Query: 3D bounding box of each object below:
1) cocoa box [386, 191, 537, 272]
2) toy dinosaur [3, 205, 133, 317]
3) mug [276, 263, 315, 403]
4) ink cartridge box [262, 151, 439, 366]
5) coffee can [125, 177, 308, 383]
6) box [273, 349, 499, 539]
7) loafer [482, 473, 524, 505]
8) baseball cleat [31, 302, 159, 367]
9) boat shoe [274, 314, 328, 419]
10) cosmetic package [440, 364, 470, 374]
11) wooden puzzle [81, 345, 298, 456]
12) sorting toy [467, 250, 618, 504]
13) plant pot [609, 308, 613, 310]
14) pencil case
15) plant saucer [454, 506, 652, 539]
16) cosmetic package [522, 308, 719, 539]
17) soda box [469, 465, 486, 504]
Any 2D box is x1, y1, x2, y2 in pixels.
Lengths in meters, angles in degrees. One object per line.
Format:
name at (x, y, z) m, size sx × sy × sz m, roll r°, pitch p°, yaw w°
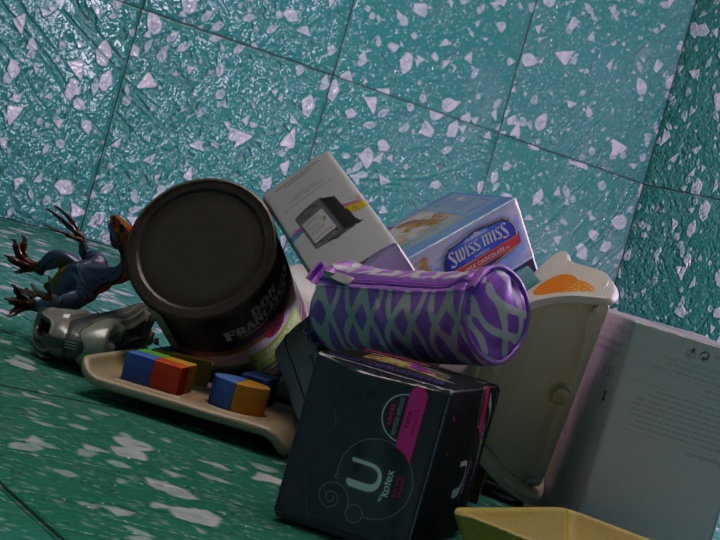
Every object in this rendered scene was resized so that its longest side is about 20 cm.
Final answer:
cocoa box at (0.085, 0.011, 1.861) m, size 0.199 × 0.132 × 0.133 m, roll -29°, pitch 20°, yaw -27°
toy dinosaur at (-0.277, -0.003, 1.664) m, size 0.180 × 0.106 × 0.200 m, roll -1°, pitch -17°, yaw 27°
mug at (-0.020, 0.091, 1.785) m, size 0.152 × 0.151 × 0.186 m, roll 28°, pitch 15°, yaw 38°
ink cartridge box at (0.000, 0.000, 1.540) m, size 0.148 × 0.085 × 0.200 m, roll 56°, pitch -1°, yaw -35°
coffee can at (-0.136, 0.021, 1.624) m, size 0.145 × 0.148 × 0.200 m, roll 17°, pitch -21°, yaw 15°
box at (0.025, 0.130, 1.222) m, size 0.105 × 0.124 × 0.200 m, roll 16°, pitch 2°, yaw 15°
loafer at (0.158, 0.188, 1.562) m, size 0.198 × 0.064 × 0.072 m, roll 17°, pitch 2°, yaw 18°
baseball cleat at (-0.264, 0.058, 1.640) m, size 0.105 × 0.071 × 0.200 m, roll 16°, pitch 1°, yaw 5°
boat shoe at (-0.024, 0.105, 1.512) m, size 0.073 × 0.066 × 0.200 m, roll 24°, pitch 20°, yaw -37°
cosmetic package at (0.079, 0.102, 1.655) m, size 0.071 × 0.105 × 0.200 m, roll 35°, pitch -17°, yaw 14°
wooden puzzle at (-0.137, 0.106, 1.506) m, size 0.198 × 0.047 × 0.185 m, roll 20°, pitch 2°, yaw 9°
sorting toy at (0.146, 0.065, 1.442) m, size 0.106 × 0.202 × 0.180 m, roll 19°, pitch 23°, yaw 4°
plant pot at (0.198, 0.131, 1.913) m, size 0.175 × 0.203 × 0.200 m, roll 7°, pitch -1°, yaw 14°
pencil case at (0.044, 0.030, 1.341) m, size 0.199 × 0.084 × 0.086 m, roll 2°, pitch -51°, yaw 44°
plant saucer at (0.182, 0.219, 1.144) m, size 0.198 × 0.049 × 0.199 m, roll 18°, pitch 3°, yaw 31°
cosmetic package at (0.235, 0.145, 1.410) m, size 0.122 × 0.202 × 0.199 m, roll 15°, pitch 2°, yaw -5°
soda box at (0.038, 0.152, 1.524) m, size 0.064 × 0.068 × 0.199 m, roll 16°, pitch 2°, yaw -32°
